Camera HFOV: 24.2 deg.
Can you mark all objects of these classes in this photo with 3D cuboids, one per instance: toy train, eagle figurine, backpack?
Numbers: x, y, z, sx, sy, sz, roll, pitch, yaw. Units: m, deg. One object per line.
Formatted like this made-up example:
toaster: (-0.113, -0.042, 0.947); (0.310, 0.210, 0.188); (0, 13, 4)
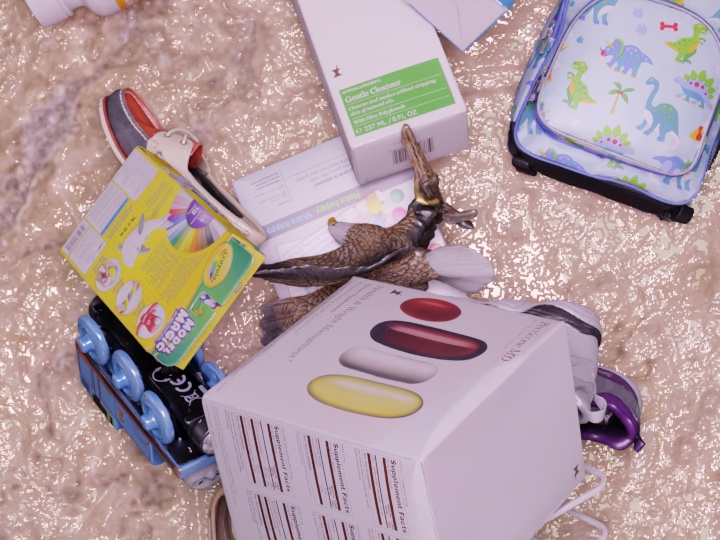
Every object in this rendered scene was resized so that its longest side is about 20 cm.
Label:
toy train: (-0.168, 0.100, 1.407); (0.087, 0.114, 0.200); (-26, 50, -25)
eagle figurine: (-0.003, -0.001, 1.403); (0.200, 0.151, 0.152); (-41, 100, -12)
backpack: (0.235, -0.166, 1.433); (0.183, 0.147, 0.200); (19, 84, 1)

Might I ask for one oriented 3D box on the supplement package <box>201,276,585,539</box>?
supplement package: (0.029, 0.124, 1.246); (0.200, 0.191, 0.147); (12, 126, 36)

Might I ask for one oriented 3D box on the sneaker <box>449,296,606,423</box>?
sneaker: (0.103, 0.083, 1.358); (0.200, 0.075, 0.115); (-2, 44, -3)

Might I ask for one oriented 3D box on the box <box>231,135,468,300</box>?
box: (-0.005, -0.015, 1.483); (0.156, 0.041, 0.200); (-22, 86, 1)

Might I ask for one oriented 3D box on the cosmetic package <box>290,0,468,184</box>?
cosmetic package: (0.012, -0.189, 1.449); (0.108, 0.085, 0.200); (-20, 70, -2)

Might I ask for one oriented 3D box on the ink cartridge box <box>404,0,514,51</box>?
ink cartridge box: (0.100, -0.291, 1.448); (0.116, 0.067, 0.200); (41, 45, -6)

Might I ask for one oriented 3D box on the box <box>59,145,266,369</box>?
box: (-0.156, -0.008, 1.353); (0.117, 0.048, 0.200); (-53, 42, 5)

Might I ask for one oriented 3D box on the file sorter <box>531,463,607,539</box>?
file sorter: (0.122, 0.255, 1.351); (0.139, 0.124, 0.200); (-23, 118, -33)

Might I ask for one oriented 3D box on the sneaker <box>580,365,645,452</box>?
sneaker: (0.149, 0.099, 1.426); (0.200, 0.088, 0.074); (16, 109, -4)

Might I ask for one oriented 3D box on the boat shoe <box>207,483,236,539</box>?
boat shoe: (-0.093, 0.272, 1.371); (0.071, 0.065, 0.200); (-14, 85, 3)

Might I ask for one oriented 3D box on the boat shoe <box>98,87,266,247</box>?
boat shoe: (-0.156, -0.085, 1.466); (0.063, 0.071, 0.200); (-40, 75, 21)

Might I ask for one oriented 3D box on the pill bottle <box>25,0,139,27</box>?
pill bottle: (-0.208, -0.293, 1.477); (0.200, 0.112, 0.112); (-27, 85, 0)
